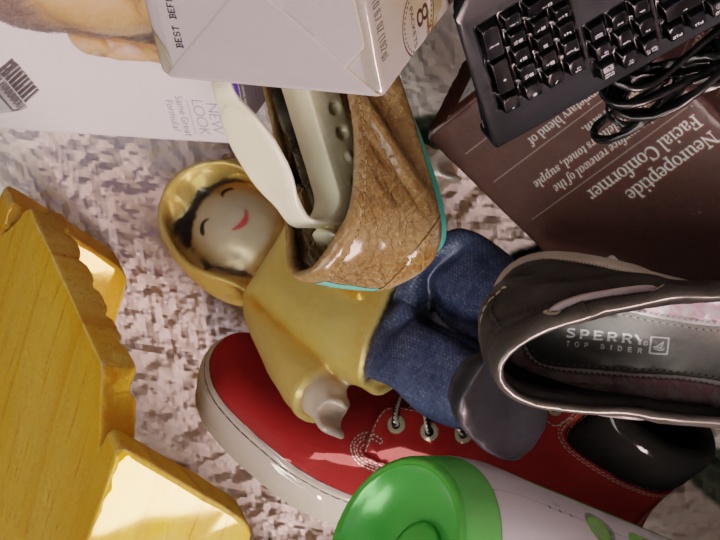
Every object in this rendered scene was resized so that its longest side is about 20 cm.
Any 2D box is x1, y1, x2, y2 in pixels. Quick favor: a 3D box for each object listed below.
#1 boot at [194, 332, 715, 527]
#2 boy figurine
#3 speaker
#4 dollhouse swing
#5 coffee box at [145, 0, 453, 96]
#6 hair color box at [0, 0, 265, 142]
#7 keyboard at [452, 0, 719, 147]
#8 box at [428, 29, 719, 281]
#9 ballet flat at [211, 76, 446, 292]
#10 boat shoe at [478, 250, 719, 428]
[{"bbox_3d":[0.040,0.053,1.006,0.199,0.073,0.144,27,133,-7],"label":"boot"},{"bbox_3d":[0.000,0.000,0.960,0.200,0.125,0.064,27,176,40],"label":"boy figurine"},{"bbox_3d":[0.082,0.135,0.955,0.200,0.089,0.088,24,143,-39],"label":"speaker"},{"bbox_3d":[-0.071,0.094,1.030,0.175,0.200,0.182,9,116,-26],"label":"dollhouse swing"},{"bbox_3d":[0.005,-0.157,0.764,0.079,0.200,0.113,7,130,25],"label":"coffee box"},{"bbox_3d":[-0.137,-0.116,0.961,0.199,0.065,0.110,4,127,22],"label":"hair color box"},{"bbox_3d":[0.128,-0.095,0.779,0.199,0.040,0.104,-29,147,-4],"label":"keyboard"},{"bbox_3d":[0.132,-0.024,0.896,0.200,0.075,0.100,42,131,-12],"label":"box"},{"bbox_3d":[-0.026,-0.086,0.873,0.068,0.072,0.201,-6,100,52],"label":"ballet flat"},{"bbox_3d":[0.139,0.031,0.835,0.199,0.057,0.067,3,114,6],"label":"boat shoe"}]
